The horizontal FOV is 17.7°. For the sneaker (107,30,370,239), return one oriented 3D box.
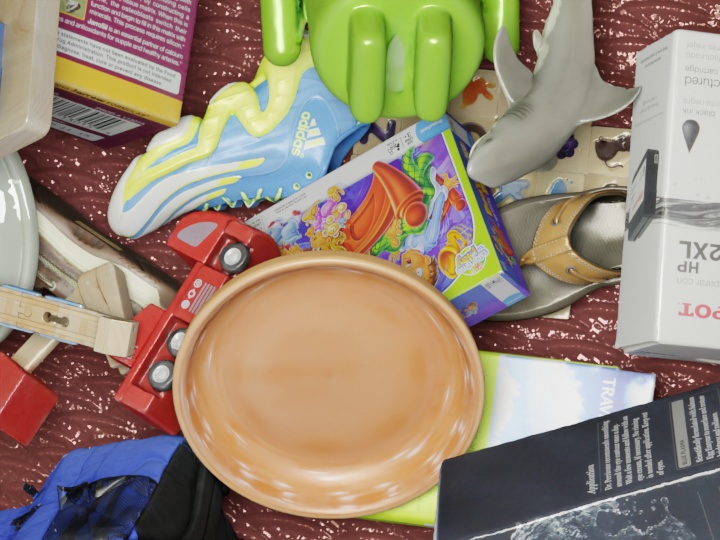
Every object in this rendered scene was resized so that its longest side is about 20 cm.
[{"bbox_3d":[-0.077,-0.070,1.589,0.200,0.076,0.105,-42,76,4],"label":"sneaker"}]

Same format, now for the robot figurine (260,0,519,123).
[{"bbox_3d":[0.021,-0.182,1.534,0.175,0.116,0.200,-3,41,-3],"label":"robot figurine"}]

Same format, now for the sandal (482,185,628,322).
[{"bbox_3d":[0.156,-0.016,1.527,0.199,0.055,0.082,-7,83,5],"label":"sandal"}]

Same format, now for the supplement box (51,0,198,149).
[{"bbox_3d":[-0.186,-0.201,1.576,0.103,0.131,0.201,-12,65,53],"label":"supplement box"}]

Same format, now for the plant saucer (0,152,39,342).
[{"bbox_3d":[-0.310,-0.033,1.607,0.199,0.050,0.201,9,106,36],"label":"plant saucer"}]

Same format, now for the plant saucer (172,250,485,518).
[{"bbox_3d":[-0.020,0.070,1.482,0.199,0.038,0.201,1,121,1],"label":"plant saucer"}]

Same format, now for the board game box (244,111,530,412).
[{"bbox_3d":[0.000,0.000,1.541,0.199,0.045,0.135,-29,57,17],"label":"board game box"}]

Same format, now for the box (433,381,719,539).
[{"bbox_3d":[0.169,0.200,1.432,0.199,0.118,0.197,-17,111,12],"label":"box"}]

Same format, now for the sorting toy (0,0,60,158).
[{"bbox_3d":[-0.282,-0.160,1.507,0.200,0.069,0.200,-21,60,43],"label":"sorting toy"}]

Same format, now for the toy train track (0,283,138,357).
[{"bbox_3d":[-0.241,0.023,1.523,0.199,0.033,0.115,14,98,20],"label":"toy train track"}]

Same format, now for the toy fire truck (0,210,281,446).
[{"bbox_3d":[-0.157,0.039,1.545,0.141,0.049,0.200,25,79,32],"label":"toy fire truck"}]

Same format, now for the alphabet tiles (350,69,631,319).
[{"bbox_3d":[0.088,-0.055,1.583,0.199,0.006,0.167,5,83,14],"label":"alphabet tiles"}]

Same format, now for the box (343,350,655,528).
[{"bbox_3d":[0.093,0.116,1.537,0.199,0.048,0.123,6,84,15],"label":"box"}]

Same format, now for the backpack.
[{"bbox_3d":[-0.167,0.198,1.507,0.167,0.200,0.163,-3,115,16],"label":"backpack"}]

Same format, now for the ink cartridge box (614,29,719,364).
[{"bbox_3d":[0.249,-0.042,1.479,0.144,0.084,0.201,6,83,-11],"label":"ink cartridge box"}]

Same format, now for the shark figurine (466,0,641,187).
[{"bbox_3d":[0.143,-0.142,1.509,0.089,0.128,0.215,7,78,35],"label":"shark figurine"}]

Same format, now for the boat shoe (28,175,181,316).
[{"bbox_3d":[-0.222,-0.009,1.618,0.202,0.075,0.075,35,97,15],"label":"boat shoe"}]
